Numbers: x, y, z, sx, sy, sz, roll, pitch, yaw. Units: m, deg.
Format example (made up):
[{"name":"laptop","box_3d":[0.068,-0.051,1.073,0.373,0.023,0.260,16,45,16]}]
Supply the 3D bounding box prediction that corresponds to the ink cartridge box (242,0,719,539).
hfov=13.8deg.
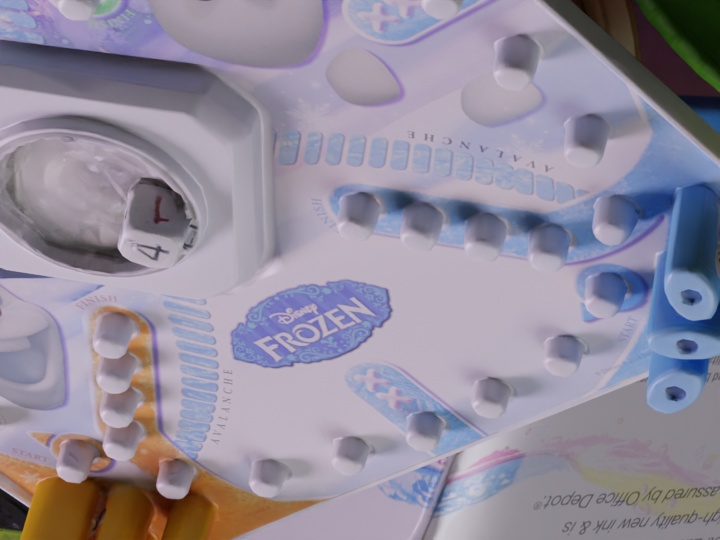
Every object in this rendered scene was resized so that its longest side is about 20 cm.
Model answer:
[{"name":"ink cartridge box","box_3d":[0.054,0.029,0.734,0.144,0.085,0.201,0,120,-38]}]

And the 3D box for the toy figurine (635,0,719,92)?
[{"name":"toy figurine","box_3d":[0.093,-0.097,0.584,0.199,0.151,0.184,-1,-174,7]}]

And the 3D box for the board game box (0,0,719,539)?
[{"name":"board game box","box_3d":[-0.049,-0.012,0.541,0.200,0.200,0.026,-25,-141,40]}]

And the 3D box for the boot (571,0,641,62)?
[{"name":"boot","box_3d":[-0.053,-0.036,0.623,0.154,0.073,0.200,-8,-173,-36]}]

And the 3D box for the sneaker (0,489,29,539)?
[{"name":"sneaker","box_3d":[-0.126,0.041,0.940,0.075,0.200,0.077,-23,-148,30]}]
